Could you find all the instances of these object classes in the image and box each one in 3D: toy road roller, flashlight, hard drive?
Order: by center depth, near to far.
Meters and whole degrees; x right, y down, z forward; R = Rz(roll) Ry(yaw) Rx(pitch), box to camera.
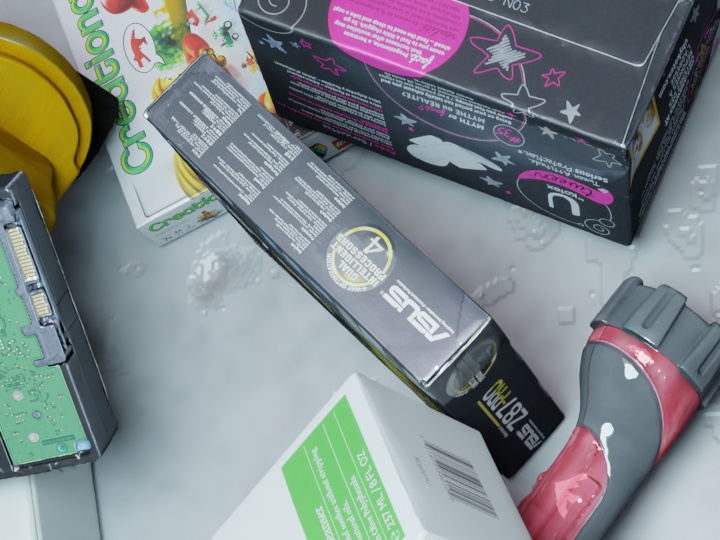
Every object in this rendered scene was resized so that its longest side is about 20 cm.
[{"bbox_3d":[0.092,0.098,1.047,0.068,0.068,0.200,33,73,23],"label":"flashlight"},{"bbox_3d":[-0.228,0.040,1.078,0.199,0.038,0.141,-12,111,17],"label":"hard drive"},{"bbox_3d":[-0.217,-0.036,1.140,0.200,0.123,0.146,-49,22,17],"label":"toy road roller"}]

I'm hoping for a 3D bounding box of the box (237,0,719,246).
[{"bbox_3d":[0.063,-0.120,1.105,0.199,0.115,0.133,21,71,15],"label":"box"}]

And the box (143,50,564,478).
[{"bbox_3d":[0.000,0.000,1.078,0.049,0.161,0.200,-45,65,-5],"label":"box"}]

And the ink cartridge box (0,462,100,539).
[{"bbox_3d":[-0.202,0.180,1.132,0.146,0.083,0.201,-15,69,15],"label":"ink cartridge box"}]

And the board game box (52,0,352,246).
[{"bbox_3d":[-0.091,-0.129,1.222,0.126,0.035,0.201,-27,66,10],"label":"board game box"}]

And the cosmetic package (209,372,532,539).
[{"bbox_3d":[-0.020,0.159,0.988,0.200,0.085,0.108,-50,37,18],"label":"cosmetic package"}]
